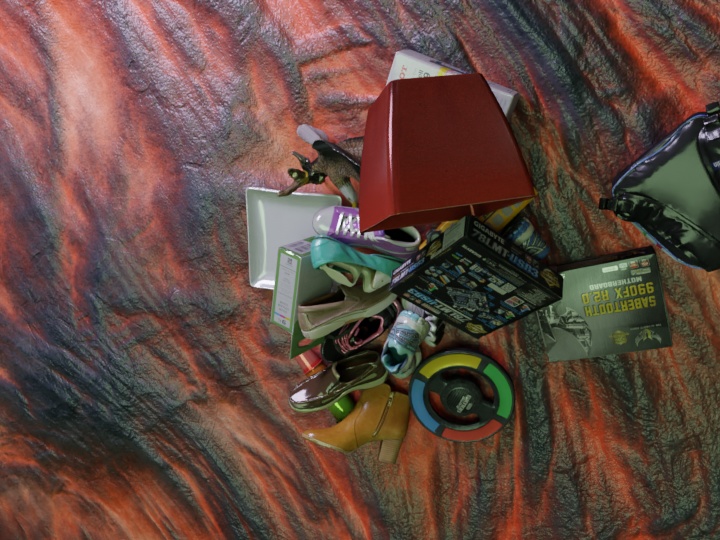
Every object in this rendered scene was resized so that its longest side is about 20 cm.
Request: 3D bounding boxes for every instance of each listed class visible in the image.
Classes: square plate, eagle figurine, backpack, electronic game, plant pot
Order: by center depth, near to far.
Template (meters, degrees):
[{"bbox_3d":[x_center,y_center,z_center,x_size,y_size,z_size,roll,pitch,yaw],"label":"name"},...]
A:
[{"bbox_3d":[0.098,-0.162,0.869,0.197,0.200,0.179,-9,88,-13],"label":"plant pot"},{"bbox_3d":[0.478,-0.104,0.889,0.191,0.154,0.200,51,123,7],"label":"backpack"},{"bbox_3d":[-0.022,-0.177,1.055,0.198,0.153,0.151,-11,143,39],"label":"eagle figurine"},{"bbox_3d":[0.186,0.234,1.157,0.197,0.042,0.203,4,113,10],"label":"electronic game"},{"bbox_3d":[-0.124,-0.054,1.193,0.195,0.028,0.203,7,110,17],"label":"square plate"}]

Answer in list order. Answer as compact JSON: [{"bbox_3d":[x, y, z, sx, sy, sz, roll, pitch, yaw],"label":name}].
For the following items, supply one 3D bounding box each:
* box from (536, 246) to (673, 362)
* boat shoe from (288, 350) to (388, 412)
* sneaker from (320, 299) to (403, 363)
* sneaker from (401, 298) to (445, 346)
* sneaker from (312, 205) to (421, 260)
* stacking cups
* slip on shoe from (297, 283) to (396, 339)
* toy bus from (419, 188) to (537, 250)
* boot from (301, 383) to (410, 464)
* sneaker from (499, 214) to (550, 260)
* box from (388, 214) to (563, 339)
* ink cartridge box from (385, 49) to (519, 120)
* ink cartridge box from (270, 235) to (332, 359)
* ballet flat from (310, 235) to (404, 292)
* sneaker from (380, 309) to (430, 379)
[{"bbox_3d":[0.394,0.059,1.031,0.197,0.048,0.161,-11,103,23],"label":"box"},{"bbox_3d":[-0.047,0.201,1.184,0.200,0.075,0.075,-23,140,-6],"label":"boat shoe"},{"bbox_3d":[-0.011,0.120,1.175,0.199,0.095,0.079,-39,94,28],"label":"sneaker"},{"bbox_3d":[0.112,0.037,1.118,0.080,0.075,0.203,11,111,25],"label":"sneaker"},{"bbox_3d":[0.011,-0.076,1.072,0.197,0.114,0.074,12,82,2],"label":"sneaker"},{"bbox_3d":[-0.063,0.244,1.252,0.060,0.061,0.201,-37,93,26],"label":"stacking cups"},{"bbox_3d":[-0.021,0.053,1.117,0.198,0.076,0.061,-23,110,-15],"label":"slip on shoe"},{"bbox_3d":[0.187,-0.082,1.018,0.078,0.065,0.200,45,97,-2],"label":"toy bus"},{"bbox_3d":[-0.004,0.280,1.203,0.198,0.071,0.146,15,76,-7],"label":"boot"},{"bbox_3d":[0.235,0.001,1.031,0.085,0.077,0.200,37,141,0],"label":"sneaker"},{"bbox_3d":[0.179,0.020,0.986,0.198,0.050,0.198,29,144,-19],"label":"box"},{"bbox_3d":[0.133,-0.248,1.001,0.198,0.087,0.147,26,115,12],"label":"ink cartridge box"},{"bbox_3d":[-0.107,0.048,1.142,0.059,0.103,0.203,21,115,30],"label":"ink cartridge box"},{"bbox_3d":[0.000,0.000,1.091,0.198,0.071,0.067,17,159,-24],"label":"ballet flat"},{"bbox_3d":[0.065,0.151,1.126,0.077,0.087,0.201,29,149,17],"label":"sneaker"}]
